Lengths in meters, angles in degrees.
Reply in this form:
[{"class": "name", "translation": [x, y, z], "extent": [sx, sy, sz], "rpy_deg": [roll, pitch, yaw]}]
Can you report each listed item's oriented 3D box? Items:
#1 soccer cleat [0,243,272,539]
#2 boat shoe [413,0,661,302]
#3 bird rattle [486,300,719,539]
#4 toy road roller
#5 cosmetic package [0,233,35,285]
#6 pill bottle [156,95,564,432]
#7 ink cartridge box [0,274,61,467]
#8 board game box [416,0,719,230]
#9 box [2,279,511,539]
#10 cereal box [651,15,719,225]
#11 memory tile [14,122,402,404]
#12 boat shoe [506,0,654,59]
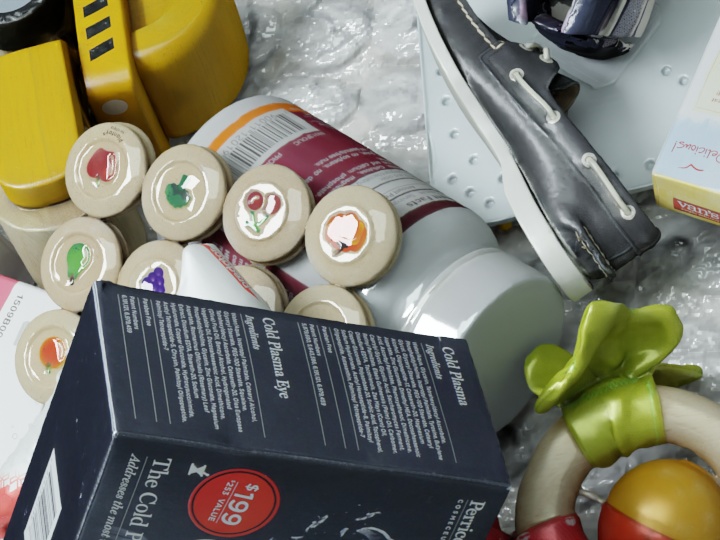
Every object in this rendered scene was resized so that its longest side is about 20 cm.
[{"class": "soccer cleat", "translation": [-0.124, 0.064, 1.190], "extent": [0.200, 0.069, 0.085], "rpy_deg": [-36, 76, 22]}, {"class": "boat shoe", "translation": [0.087, -0.079, 1.259], "extent": [0.060, 0.074, 0.200], "rpy_deg": [-30, 60, 7]}, {"class": "bird rattle", "translation": [0.119, 0.117, 1.165], "extent": [0.163, 0.113, 0.200], "rpy_deg": [23, 79, 13]}, {"class": "toy road roller", "translation": [-0.133, -0.096, 1.369], "extent": [0.146, 0.123, 0.200], "rpy_deg": [-14, 59, 4]}, {"class": "cosmetic package", "translation": [-0.290, -0.033, 1.416], "extent": [0.200, 0.102, 0.074], "rpy_deg": [32, 80, 31]}, {"class": "pill bottle", "translation": [0.000, 0.000, 1.263], "extent": [0.200, 0.114, 0.114], "rpy_deg": [33, 81, 33]}, {"class": "ink cartridge box", "translation": [-0.153, 0.095, 1.299], "extent": [0.200, 0.083, 0.147], "rpy_deg": [17, 72, 29]}, {"class": "board game box", "translation": [0.130, -0.123, 1.321], "extent": [0.200, 0.026, 0.200], "rpy_deg": [-13, 60, 17]}, {"class": "box", "translation": [-0.056, 0.123, 1.117], "extent": [0.182, 0.200, 0.104], "rpy_deg": [8, 37, -20]}, {"class": "cereal box", "translation": [0.247, -0.101, 1.229], "extent": [0.144, 0.040, 0.200], "rpy_deg": [19, 69, 19]}, {"class": "memory tile", "translation": [-0.080, 0.015, 1.224], "extent": [0.200, 0.017, 0.154], "rpy_deg": [15, 89, 28]}, {"class": "boat shoe", "translation": [0.128, -0.206, 1.247], "extent": [0.075, 0.093, 0.200], "rpy_deg": [13, 99, 23]}]
